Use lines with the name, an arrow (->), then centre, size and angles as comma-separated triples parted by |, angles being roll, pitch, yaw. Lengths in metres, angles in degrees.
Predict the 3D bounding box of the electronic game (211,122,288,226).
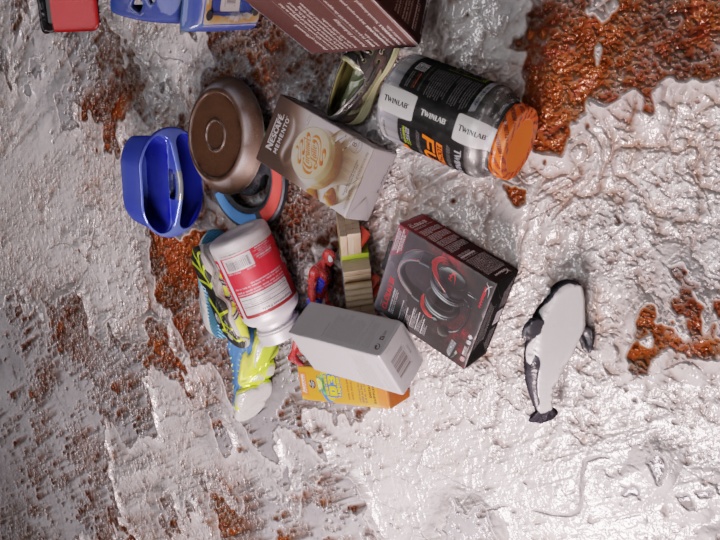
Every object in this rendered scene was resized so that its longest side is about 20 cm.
electronic game -> -0.202, -0.173, 1.346 | 0.196, 0.041, 0.206 | 12, 110, 36

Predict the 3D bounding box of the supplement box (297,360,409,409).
supplement box -> -0.015, 0.187, 1.286 | 0.196, 0.068, 0.068 | -2, 102, 41

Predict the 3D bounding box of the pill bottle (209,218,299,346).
pill bottle -> -0.176, 0.024, 1.326 | 0.110, 0.112, 0.204 | -9, 111, 39

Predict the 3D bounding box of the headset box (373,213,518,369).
headset box -> 0.114, 0.023, 1.126 | 0.198, 0.074, 0.152 | 34, 122, 27

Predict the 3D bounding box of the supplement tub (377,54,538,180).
supplement tub -> 0.129, -0.203, 1.016 | 0.197, 0.121, 0.125 | 29, 120, 30

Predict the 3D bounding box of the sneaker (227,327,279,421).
sneaker -> -0.215, 0.185, 1.453 | 0.105, 0.075, 0.204 | 40, 118, 37

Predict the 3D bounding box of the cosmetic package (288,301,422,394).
cosmetic package -> -0.009, 0.119, 1.194 | 0.197, 0.075, 0.103 | 12, 144, 41

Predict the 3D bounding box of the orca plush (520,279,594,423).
orca plush -> 0.264, 0.105, 1.054 | 0.102, 0.071, 0.206 | -8, 108, -6

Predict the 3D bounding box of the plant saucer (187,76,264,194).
plant saucer -> -0.244, -0.236, 1.326 | 0.197, 0.032, 0.207 | 6, 98, 41

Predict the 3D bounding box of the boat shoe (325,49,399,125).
boat shoe -> 0.003, -0.308, 1.122 | 0.072, 0.065, 0.204 | 40, 124, 26

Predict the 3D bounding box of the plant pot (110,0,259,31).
plant pot -> -0.259, -0.486, 1.203 | 0.177, 0.199, 0.204 | 27, 118, 22

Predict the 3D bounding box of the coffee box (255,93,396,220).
coffee box -> -0.056, -0.177, 1.188 | 0.198, 0.079, 0.117 | 33, 107, 27

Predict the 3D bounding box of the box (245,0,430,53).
box -> -0.021, -0.409, 1.017 | 0.196, 0.163, 0.171 | 8, 82, 37

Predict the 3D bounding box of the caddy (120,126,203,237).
caddy -> -0.363, -0.167, 1.415 | 0.103, 0.140, 0.206 | 17, 114, 39

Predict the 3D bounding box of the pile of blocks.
pile of blocks -> 0.000, 0.000, 1.233 | 0.060, 0.082, 0.205 | -7, 114, -4

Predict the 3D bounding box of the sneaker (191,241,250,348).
sneaker -> -0.236, 0.041, 1.377 | 0.075, 0.075, 0.205 | -14, 97, 62

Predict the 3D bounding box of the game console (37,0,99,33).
game console -> -0.613, -0.599, 1.566 | 0.172, 0.116, 0.206 | -147, 53, -64

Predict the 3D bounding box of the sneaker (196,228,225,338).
sneaker -> -0.281, 0.024, 1.447 | 0.080, 0.075, 0.206 | 4, 96, 63

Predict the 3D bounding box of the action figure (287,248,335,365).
action figure -> -0.077, 0.060, 1.295 | 0.051, 0.065, 0.205 | 19, 107, 20
